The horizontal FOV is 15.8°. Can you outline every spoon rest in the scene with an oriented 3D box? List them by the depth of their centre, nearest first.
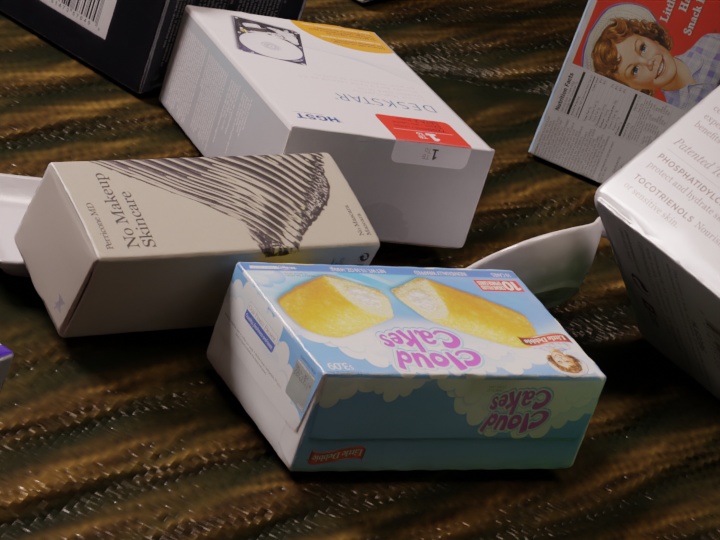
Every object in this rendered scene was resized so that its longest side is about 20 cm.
[{"bbox_3d":[0.139,-0.006,1.716,0.199,0.099,0.061,1,66,-47],"label":"spoon rest"}]

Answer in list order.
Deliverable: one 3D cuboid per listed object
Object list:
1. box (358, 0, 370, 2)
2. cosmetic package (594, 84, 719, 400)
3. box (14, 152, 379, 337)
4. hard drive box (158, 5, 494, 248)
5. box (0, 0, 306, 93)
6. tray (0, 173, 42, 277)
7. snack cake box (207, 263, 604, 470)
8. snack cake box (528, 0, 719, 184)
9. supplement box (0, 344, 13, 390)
[{"bbox_3d":[0.038,-0.349,2.169,0.130,0.201,0.199,33,28,23],"label":"box"},{"bbox_3d":[0.287,-0.021,1.656,0.200,0.168,0.166,-40,52,-12],"label":"cosmetic package"},{"bbox_3d":[-0.094,-0.017,1.523,0.199,0.069,0.082,-5,51,-37],"label":"box"},{"bbox_3d":[-0.026,-0.098,1.757,0.155,0.077,0.200,5,26,-30],"label":"hard drive box"},{"bbox_3d":[-0.144,-0.219,1.888,0.147,0.105,0.200,31,27,20],"label":"box"},{"bbox_3d":[-0.148,-0.017,1.582,0.199,0.022,0.107,6,29,-29],"label":"tray"},{"bbox_3d":[0.027,0.056,1.502,0.199,0.068,0.115,2,31,-34],"label":"snack cake box"},{"bbox_3d":[0.215,-0.162,1.936,0.114,0.201,0.067,23,25,5],"label":"snack cake box"},{"bbox_3d":[-0.283,0.043,1.267,0.199,0.102,0.103,32,27,22],"label":"supplement box"}]
